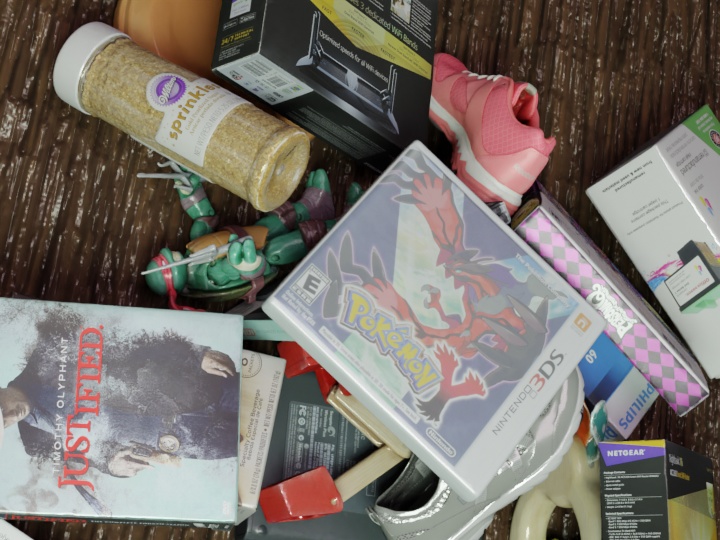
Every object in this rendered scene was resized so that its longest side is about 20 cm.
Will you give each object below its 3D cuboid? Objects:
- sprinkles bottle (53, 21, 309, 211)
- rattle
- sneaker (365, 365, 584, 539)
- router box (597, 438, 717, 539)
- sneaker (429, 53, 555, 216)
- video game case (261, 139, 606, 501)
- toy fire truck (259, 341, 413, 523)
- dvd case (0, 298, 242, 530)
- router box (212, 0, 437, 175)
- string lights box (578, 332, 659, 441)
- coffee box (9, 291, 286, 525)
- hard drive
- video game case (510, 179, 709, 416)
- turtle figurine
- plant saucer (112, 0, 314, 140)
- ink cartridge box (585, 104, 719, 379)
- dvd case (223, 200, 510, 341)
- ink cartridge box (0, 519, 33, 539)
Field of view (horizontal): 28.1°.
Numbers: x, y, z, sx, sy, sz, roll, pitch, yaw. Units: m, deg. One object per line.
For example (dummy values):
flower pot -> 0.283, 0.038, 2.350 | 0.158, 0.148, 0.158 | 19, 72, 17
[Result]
sprinkles bottle -> -0.134, -0.116, 1.071 | 0.200, 0.068, 0.068 | 29, 60, 20
rattle -> 0.202, 0.185, 1.133 | 0.142, 0.130, 0.201 | 10, 91, -10
sneaker -> 0.088, 0.133, 1.064 | 0.200, 0.075, 0.082 | -50, 125, -6
router box -> 0.230, 0.215, 1.089 | 0.200, 0.052, 0.158 | 25, 62, -64
sneaker -> 0.111, -0.130, 1.190 | 0.074, 0.087, 0.200 | 27, 27, -35
video game case -> 0.058, 0.032, 1.025 | 0.200, 0.023, 0.182 | 43, 61, -2
toy fire truck -> 0.004, 0.100, 1.093 | 0.200, 0.049, 0.141 | -15, 82, -28
dvd case -> -0.179, 0.094, 0.954 | 0.199, 0.022, 0.146 | 5, 71, -12
router box -> -0.021, -0.188, 1.139 | 0.200, 0.052, 0.158 | 30, 58, -43
string lights box -> 0.137, 0.057, 1.174 | 0.200, 0.103, 0.059 | 47, 60, -5
coffee box -> -0.165, 0.100, 1.019 | 0.200, 0.080, 0.113 | 14, 69, -10
hard drive -> 0.006, 0.155, 1.124 | 0.200, 0.033, 0.140 | 12, 70, -21
video game case -> 0.199, 0.014, 1.185 | 0.036, 0.181, 0.200 | -42, 96, 12
turtle figurine -> -0.096, -0.026, 1.099 | 0.200, 0.101, 0.150 | -17, 41, -29
plant saucer -> -0.101, -0.187, 1.176 | 0.200, 0.037, 0.201 | 7, 72, -22
ink cartridge box -> 0.306, -0.027, 1.262 | 0.200, 0.084, 0.145 | 56, 37, 0
dvd case -> 0.000, 0.000, 1.107 | 0.200, 0.146, 0.022 | -29, 104, -30
ink cartridge box -> -0.245, 0.286, 0.941 | 0.144, 0.085, 0.200 | 37, 64, -11
